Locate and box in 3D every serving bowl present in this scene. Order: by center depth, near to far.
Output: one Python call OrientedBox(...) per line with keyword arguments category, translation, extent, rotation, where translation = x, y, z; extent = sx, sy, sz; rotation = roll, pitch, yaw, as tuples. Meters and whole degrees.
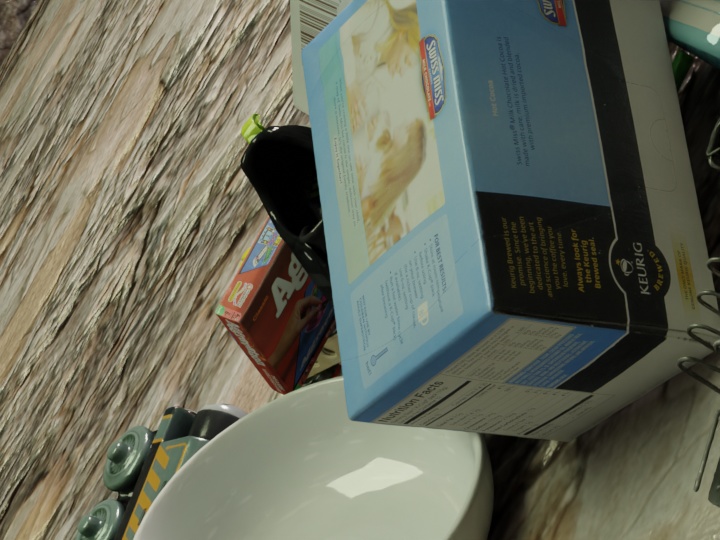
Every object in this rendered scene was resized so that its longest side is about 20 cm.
OrientedBox(category="serving bowl", translation=(-0.017, 0.143, 1.374), extent=(0.199, 0.066, 0.201), rotation=(-21, 34, 15))

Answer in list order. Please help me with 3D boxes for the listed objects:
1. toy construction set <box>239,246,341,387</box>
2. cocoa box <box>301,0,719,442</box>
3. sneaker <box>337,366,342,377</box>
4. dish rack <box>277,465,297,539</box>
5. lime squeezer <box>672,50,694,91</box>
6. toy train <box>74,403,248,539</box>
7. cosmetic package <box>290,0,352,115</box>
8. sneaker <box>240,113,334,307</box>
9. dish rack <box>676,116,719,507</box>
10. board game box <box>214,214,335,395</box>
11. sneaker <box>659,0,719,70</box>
OrientedBox(category="toy construction set", translation=(-0.016, -0.002, 1.643), extent=(0.200, 0.092, 0.132), rotation=(127, 164, -60))
OrientedBox(category="cocoa box", translation=(0.066, -0.038, 1.273), extent=(0.133, 0.131, 0.201), rotation=(-40, 51, 50))
OrientedBox(category="sneaker", translation=(0.042, 0.011, 1.469), extent=(0.200, 0.075, 0.088), rotation=(-53, 18, 22))
OrientedBox(category="dish rack", translation=(-0.065, 0.177, 1.533), extent=(0.200, 0.043, 0.172), rotation=(-45, 29, 55))
OrientedBox(category="lime squeezer", translation=(0.115, -0.024, 1.380), extent=(0.201, 0.038, 0.071), rotation=(-61, 17, 5))
OrientedBox(category="toy train", translation=(-0.124, 0.173, 1.695), extent=(0.114, 0.085, 0.201), rotation=(-15, 46, 50))
OrientedBox(category="cosmetic package", translation=(0.058, -0.146, 1.431), extent=(0.074, 0.199, 0.102), rotation=(28, 130, 43))
OrientedBox(category="sneaker", translation=(0.000, 0.000, 1.358), extent=(0.072, 0.083, 0.200), rotation=(-50, 60, 16))
OrientedBox(category="dish rack", translation=(0.187, -0.001, 1.113), extent=(0.153, 0.054, 0.201), rotation=(-34, 33, 58))
OrientedBox(category="board game box", translation=(-0.010, -0.038, 1.485), extent=(0.201, 0.019, 0.103), rotation=(-62, -27, -16))
OrientedBox(category="sneaker", translation=(0.186, -0.167, 1.334), extent=(0.131, 0.079, 0.200), rotation=(-61, 27, 7))
